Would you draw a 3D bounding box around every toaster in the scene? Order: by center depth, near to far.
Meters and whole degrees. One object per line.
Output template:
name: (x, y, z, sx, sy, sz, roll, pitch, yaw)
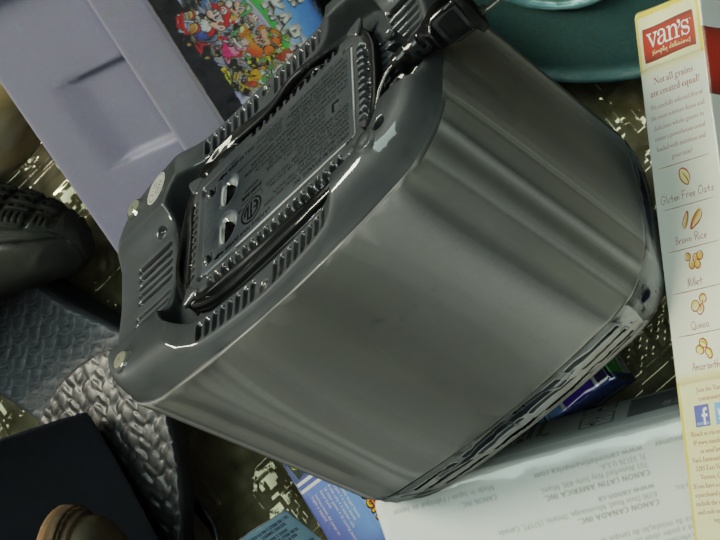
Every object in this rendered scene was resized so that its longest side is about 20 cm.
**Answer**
toaster: (0.014, -0.010, 0.673, 0.200, 0.129, 0.114, -42, 32, 29)

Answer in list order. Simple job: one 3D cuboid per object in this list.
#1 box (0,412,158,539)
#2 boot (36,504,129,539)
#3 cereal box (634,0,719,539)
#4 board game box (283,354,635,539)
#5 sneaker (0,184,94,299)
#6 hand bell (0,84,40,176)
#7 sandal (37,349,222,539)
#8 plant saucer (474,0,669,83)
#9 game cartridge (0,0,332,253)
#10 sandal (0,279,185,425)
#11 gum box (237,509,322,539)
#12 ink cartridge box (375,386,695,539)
box: (-0.186, 0.157, 0.762, 0.200, 0.148, 0.105, -38, 76, 35)
boot: (-0.042, 0.167, 0.681, 0.096, 0.075, 0.201, -12, 107, 24)
cereal box: (0.168, 0.008, 0.669, 0.039, 0.143, 0.202, -16, 78, 56)
board game box: (0.000, 0.000, 0.792, 0.135, 0.034, 0.201, -37, 74, 16)
sneaker: (-0.202, 0.017, 0.811, 0.198, 0.076, 0.092, -11, 100, 12)
hand bell: (-0.106, -0.113, 0.774, 0.199, 0.104, 0.105, -19, 77, 42)
sandal: (-0.086, 0.128, 0.810, 0.075, 0.045, 0.202, -3, 102, 30)
plant saucer: (0.065, -0.120, 0.691, 0.199, 0.200, 0.028, 1, 63, 22)
game cartridge: (-0.064, -0.074, 0.724, 0.129, 0.038, 0.201, -20, 119, 23)
sandal: (-0.157, 0.015, 0.859, 0.200, 0.043, 0.076, 39, 107, 11)
gum box: (0.005, 0.217, 0.729, 0.199, 0.044, 0.171, 36, 119, 18)
ink cartridge box: (0.112, 0.149, 0.727, 0.161, 0.050, 0.201, -16, 101, 15)
